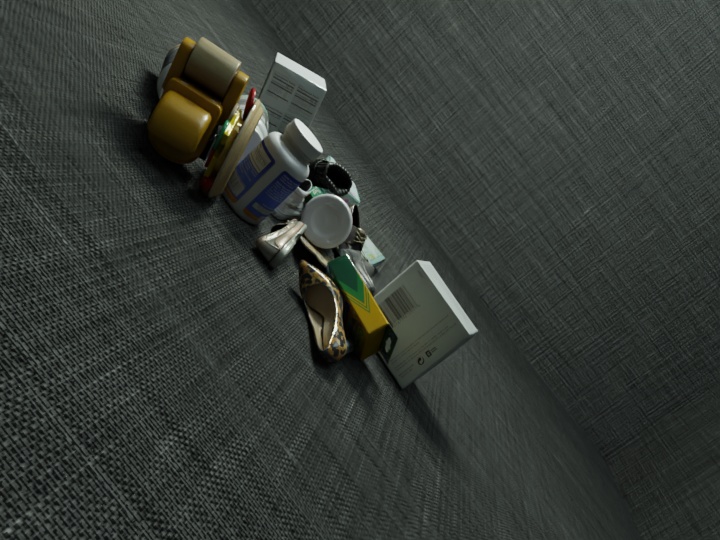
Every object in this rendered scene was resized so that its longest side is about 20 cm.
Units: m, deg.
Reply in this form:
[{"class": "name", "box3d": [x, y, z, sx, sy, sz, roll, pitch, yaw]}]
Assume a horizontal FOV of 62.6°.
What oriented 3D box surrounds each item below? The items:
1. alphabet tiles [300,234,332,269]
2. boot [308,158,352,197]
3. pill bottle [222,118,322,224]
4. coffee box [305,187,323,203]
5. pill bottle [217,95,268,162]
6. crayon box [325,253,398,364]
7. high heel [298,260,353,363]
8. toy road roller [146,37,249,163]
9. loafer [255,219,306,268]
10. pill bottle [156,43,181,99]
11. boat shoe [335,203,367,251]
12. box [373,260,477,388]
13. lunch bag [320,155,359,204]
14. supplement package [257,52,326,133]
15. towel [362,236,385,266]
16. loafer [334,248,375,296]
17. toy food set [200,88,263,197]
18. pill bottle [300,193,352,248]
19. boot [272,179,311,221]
[{"class": "alphabet tiles", "box3d": [-0.087, -0.033, 1.329, 0.166, 0.006, 0.200, 43, 4, -34]}, {"class": "boot", "box3d": [-0.133, -0.243, 1.433, 0.207, 0.082, 0.157, 3, 19, -40]}, {"class": "pill bottle", "box3d": [-0.170, -0.195, 1.156, 0.112, 0.199, 0.113, 46, 15, -16]}, {"class": "coffee box", "box3d": [-0.147, -0.216, 1.590, 0.201, 0.044, 0.123, 51, 15, -7]}, {"class": "pill bottle", "box3d": [-0.262, -0.311, 1.325, 0.113, 0.112, 0.202, 43, 17, -27]}, {"class": "crayon box", "box3d": [-0.006, 0.087, 1.168, 0.202, 0.051, 0.127, 58, -23, 23]}, {"class": "high heel", "box3d": [-0.076, 0.068, 1.073, 0.204, 0.070, 0.142, 62, 11, 7]}, {"class": "toy road roller", "box3d": [-0.284, -0.278, 1.001, 0.121, 0.203, 0.147, 28, 17, -15]}, {"class": "loafer", "box3d": [-0.156, -0.069, 1.175, 0.063, 0.072, 0.201, 41, 19, -9]}, {"class": "pill bottle", "box3d": [-0.350, -0.376, 1.198, 0.116, 0.116, 0.202, 42, 18, -32]}, {"class": "boat shoe", "box3d": [-0.024, -0.088, 1.540, 0.074, 0.072, 0.205, 24, 49, -54]}, {"class": "box", "box3d": [0.125, 0.118, 1.330, 0.202, 0.198, 0.130, 54, 16, 13]}, {"class": "lunch bag", "box3d": [-0.072, -0.266, 1.883, 0.161, 0.076, 0.201, 47, 15, -23]}, {"class": "supplement package", "box3d": [-0.199, -0.438, 1.576, 0.148, 0.203, 0.153, 24, 22, -17]}, {"class": "towel", "box3d": [-0.009, -0.082, 1.697, 0.173, 0.048, 0.200, 54, 14, 6]}, {"class": "loafer", "box3d": [0.000, 0.000, 1.377, 0.201, 0.070, 0.075, -125, -151, -53]}, {"class": "toy food set", "box3d": [-0.231, -0.225, 1.059, 0.048, 0.199, 0.203, 28, 40, -14]}, {"class": "pill bottle", "box3d": [-0.076, -0.118, 1.406, 0.120, 0.119, 0.200, 50, 3, -4]}, {"class": "boot", "box3d": [-0.144, -0.171, 1.387, 0.074, 0.095, 0.200, 50, 14, 0]}]
